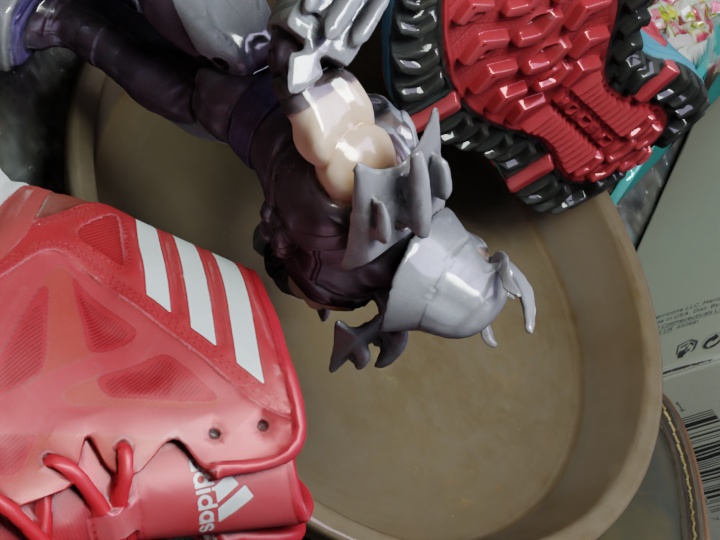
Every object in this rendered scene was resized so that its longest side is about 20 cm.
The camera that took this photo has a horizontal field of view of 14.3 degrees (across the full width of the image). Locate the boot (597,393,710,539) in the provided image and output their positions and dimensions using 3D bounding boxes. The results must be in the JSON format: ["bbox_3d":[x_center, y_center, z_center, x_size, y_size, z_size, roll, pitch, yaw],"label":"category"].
[{"bbox_3d":[0.042,0.098,0.819,0.097,0.074,0.201,41,48,-35],"label":"boot"}]

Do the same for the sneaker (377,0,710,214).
[{"bbox_3d":[0.031,-0.082,0.783,0.096,0.079,0.200,56,2,21],"label":"sneaker"}]

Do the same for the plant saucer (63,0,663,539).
[{"bbox_3d":[0.000,0.000,0.810,0.199,0.029,0.201,21,48,-26],"label":"plant saucer"}]

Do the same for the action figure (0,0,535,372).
[{"bbox_3d":[-0.030,-0.050,0.713,0.200,0.130,0.069,42,57,16],"label":"action figure"}]

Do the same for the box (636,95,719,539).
[{"bbox_3d":[0.147,-0.001,0.991,0.082,0.068,0.200,51,42,-23],"label":"box"}]

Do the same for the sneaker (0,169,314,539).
[{"bbox_3d":[-0.075,0.055,0.652,0.079,0.115,0.201,91,15,-49],"label":"sneaker"}]

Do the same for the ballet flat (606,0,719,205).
[{"bbox_3d":[0.092,-0.072,0.973,0.064,0.076,0.200,36,36,7],"label":"ballet flat"}]
